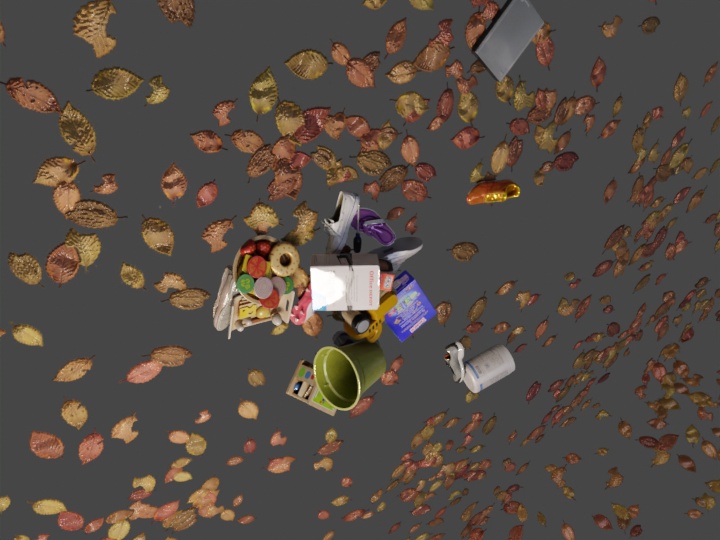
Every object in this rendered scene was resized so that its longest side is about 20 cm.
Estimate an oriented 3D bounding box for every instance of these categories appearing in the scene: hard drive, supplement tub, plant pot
[{"bbox_3d":[0.420,-0.666,1.503,0.138,0.033,0.201,28,103,-38],"label":"hard drive"},{"bbox_3d":[0.524,0.405,2.189,0.197,0.132,0.134,-25,129,-12],"label":"supplement tub"},{"bbox_3d":[-0.018,0.311,1.680,0.182,0.199,0.204,-17,131,-47],"label":"plant pot"}]

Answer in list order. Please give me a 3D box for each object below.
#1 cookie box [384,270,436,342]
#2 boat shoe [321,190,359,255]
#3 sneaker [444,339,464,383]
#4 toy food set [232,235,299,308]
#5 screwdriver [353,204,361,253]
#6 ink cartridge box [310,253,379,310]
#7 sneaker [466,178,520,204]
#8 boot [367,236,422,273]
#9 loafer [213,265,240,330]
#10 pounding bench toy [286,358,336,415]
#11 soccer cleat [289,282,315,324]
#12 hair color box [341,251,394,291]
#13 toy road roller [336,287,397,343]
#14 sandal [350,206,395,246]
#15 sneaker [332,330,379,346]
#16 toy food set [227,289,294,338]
[{"bbox_3d":[0.150,0.127,1.841,0.170,0.075,0.201,-39,130,-1],"label":"cookie box"},{"bbox_3d":[-0.075,-0.138,1.549,0.085,0.075,0.205,12,111,-34],"label":"boat shoe"},{"bbox_3d":[0.376,0.371,2.133,0.078,0.074,0.204,-14,120,-8],"label":"sneaker"},{"bbox_3d":[-0.269,0.002,1.499,0.197,0.048,0.203,19,80,-37],"label":"toy food set"},{"bbox_3d":[-0.009,-0.122,1.590,0.202,0.027,0.029,89,26,-54],"label":"screwdriver"},{"bbox_3d":[-0.044,0.033,1.530,0.195,0.085,0.148,0,118,-2],"label":"ink cartridge box"},{"bbox_3d":[0.442,-0.259,1.751,0.196,0.077,0.074,-18,129,-15],"label":"sneaker"},{"bbox_3d":[0.112,-0.038,1.727,0.196,0.074,0.097,-17,133,-7],"label":"boot"},{"bbox_3d":[-0.389,0.078,1.537,0.072,0.062,0.203,-19,139,-59],"label":"loafer"},{"bbox_3d":[-0.137,0.358,1.797,0.124,0.154,0.203,35,73,-38],"label":"pounding bench toy"},{"bbox_3d":[-0.148,0.088,1.673,0.201,0.066,0.076,-50,161,2],"label":"soccer cleat"},{"bbox_3d":[0.000,0.000,1.621,0.195,0.102,0.062,9,118,-9],"label":"hair color box"},{"bbox_3d":[0.032,0.136,1.686,0.199,0.123,0.147,-41,135,-11],"label":"toy road roller"},{"bbox_3d":[0.044,-0.134,1.632,0.201,0.050,0.083,26,105,-38],"label":"sandal"},{"bbox_3d":[-0.006,0.272,1.842,0.197,0.088,0.075,14,114,-34],"label":"sneaker"},{"bbox_3d":[-0.298,0.129,1.576,0.197,0.061,0.145,-14,140,-32],"label":"toy food set"}]
